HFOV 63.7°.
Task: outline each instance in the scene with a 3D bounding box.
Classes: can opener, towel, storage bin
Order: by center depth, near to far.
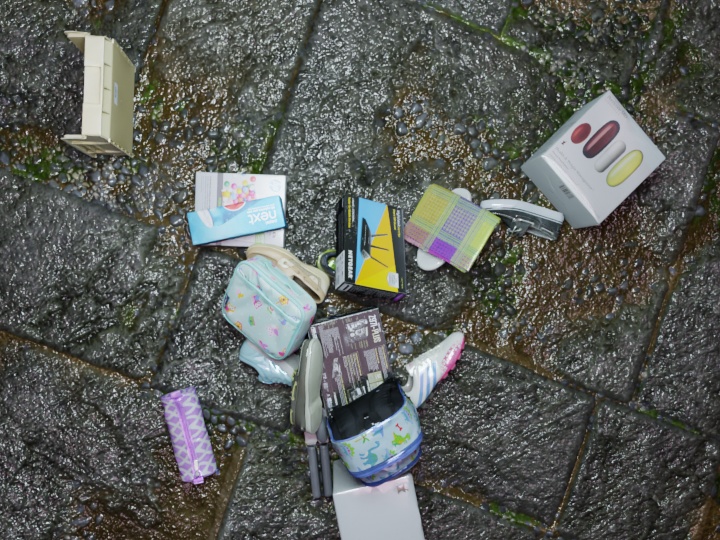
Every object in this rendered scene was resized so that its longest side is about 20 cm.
[{"bbox_3d":[-0.532,-0.348,1.183,0.091,0.198,0.206,2,90,-7],"label":"storage bin"},{"bbox_3d":[0.190,-0.096,1.256,0.198,0.023,0.145,31,87,34],"label":"towel"},{"bbox_3d":[-0.093,0.402,1.272,0.052,0.067,0.206,-6,90,-2],"label":"can opener"}]

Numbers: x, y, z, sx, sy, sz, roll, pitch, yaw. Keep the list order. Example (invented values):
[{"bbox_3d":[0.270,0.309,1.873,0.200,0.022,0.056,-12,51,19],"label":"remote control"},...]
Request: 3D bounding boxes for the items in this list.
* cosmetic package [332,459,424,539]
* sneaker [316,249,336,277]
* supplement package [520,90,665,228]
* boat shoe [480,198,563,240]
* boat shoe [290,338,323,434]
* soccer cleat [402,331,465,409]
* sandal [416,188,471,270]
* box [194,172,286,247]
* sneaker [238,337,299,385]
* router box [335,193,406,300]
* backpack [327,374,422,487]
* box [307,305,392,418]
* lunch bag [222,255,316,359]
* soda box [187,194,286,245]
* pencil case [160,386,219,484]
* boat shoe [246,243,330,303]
[{"bbox_3d":[0.035,0.491,1.213,0.162,0.200,0.172,-12,90,-3],"label":"cosmetic package"},{"bbox_3d":[0.000,0.000,1.268,0.195,0.081,0.076,8,90,-3],"label":"sneaker"},{"bbox_3d":[0.499,-0.234,1.261,0.200,0.147,0.192,-43,92,-1],"label":"supplement package"},{"bbox_3d":[0.360,-0.110,1.291,0.195,0.072,0.073,10,85,-5],"label":"boat shoe"},{"bbox_3d":[-0.115,0.236,1.196,0.059,0.072,0.207,8,105,23],"label":"boat shoe"},{"bbox_3d":[0.153,0.210,1.282,0.086,0.070,0.202,34,89,-7],"label":"soccer cleat"},{"bbox_3d":[0.197,-0.085,1.292,0.082,0.050,0.206,25,82,37],"label":"sandal"},{"bbox_3d":[-0.263,-0.131,1.275,0.194,0.041,0.160,2,91,-4],"label":"box"},{"bbox_3d":[-0.180,0.219,1.274,0.198,0.074,0.083,38,107,0],"label":"sneaker"},{"bbox_3d":[0.021,-0.048,1.224,0.146,0.051,0.205,11,63,-25],"label":"router box"},{"bbox_3d":[0.036,0.321,1.128,0.180,0.200,0.149,-27,93,-3],"label":"backpack"},{"bbox_3d":[-0.018,0.195,1.266,0.160,0.086,0.205,-14,91,-3],"label":"box"},{"bbox_3d":[-0.195,0.072,1.209,0.198,0.077,0.162,37,121,14],"label":"lunch bag"},{"bbox_3d":[-0.258,-0.105,1.224,0.195,0.064,0.070,-12,92,-3],"label":"soda box"},{"bbox_3d":[-0.371,0.355,1.249,0.082,0.085,0.205,-17,90,-4],"label":"pencil case"},{"bbox_3d":[-0.161,0.006,1.255,0.196,0.065,0.072,24,133,-4],"label":"boat shoe"}]
